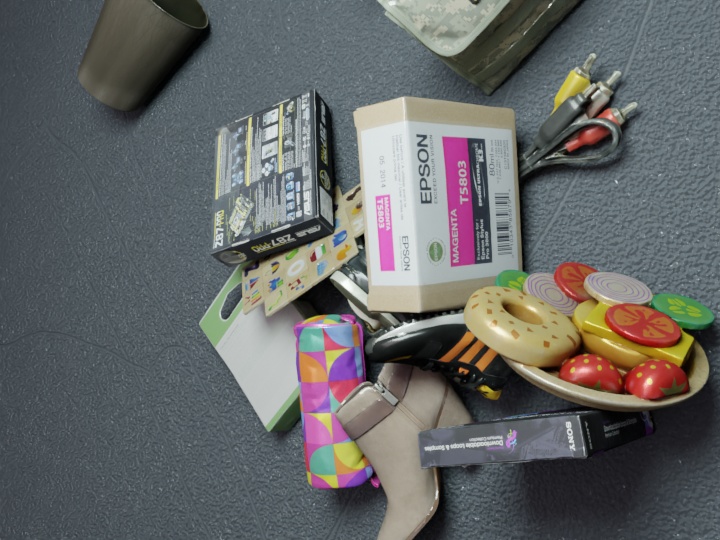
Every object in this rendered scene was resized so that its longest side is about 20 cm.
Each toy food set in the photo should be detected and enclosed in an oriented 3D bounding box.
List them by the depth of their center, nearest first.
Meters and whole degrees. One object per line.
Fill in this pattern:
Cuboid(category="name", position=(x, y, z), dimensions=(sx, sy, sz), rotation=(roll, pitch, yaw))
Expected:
Cuboid(category="toy food set", position=(0.201, 0.049, 0.603), dimensions=(0.199, 0.198, 0.049), rotation=(22, 121, 28))

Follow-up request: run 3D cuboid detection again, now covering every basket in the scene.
Cuboid(category="basket", position=(-0.361, -0.370, 1.109), dimensions=(0.200, 0.136, 0.181), rotation=(-46, 66, 27))

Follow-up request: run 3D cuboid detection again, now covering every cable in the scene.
Cuboid(category="cable", position=(0.199, -0.124, 0.726), dimensions=(0.200, 0.050, 0.097), rotation=(-46, 67, 37))

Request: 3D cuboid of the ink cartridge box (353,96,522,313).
Cuboid(category="ink cartridge box", position=(0.083, -0.064, 0.691), dimensions=(0.075, 0.164, 0.201), rotation=(-1, 95, 49))

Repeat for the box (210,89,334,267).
Cuboid(category="box", position=(-0.115, -0.119, 0.883), dimensions=(0.160, 0.049, 0.201), rotation=(-16, 60, 21))

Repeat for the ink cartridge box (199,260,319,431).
Cuboid(category="ink cartridge box", position=(-0.122, 0.092, 0.921), dimensions=(0.146, 0.048, 0.200), rotation=(-52, 57, 19))

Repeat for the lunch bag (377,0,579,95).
Cuboid(category="lunch bag", position=(0.120, -0.294, 0.694), dimensions=(0.164, 0.200, 0.118), rotation=(-45, 60, 23))

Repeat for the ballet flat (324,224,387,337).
Cuboid(category="ballet flat", position=(0.000, 0.000, 0.829), dimensions=(0.068, 0.068, 0.201), rotation=(-43, 61, 26))

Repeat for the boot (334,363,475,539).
Cuboid(category="boot", position=(0.032, 0.194, 0.743), dimensions=(0.146, 0.070, 0.200), rotation=(38, 90, -2))

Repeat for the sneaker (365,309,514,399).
Cuboid(category="sneaker", position=(0.106, 0.086, 0.677), dimensions=(0.070, 0.199, 0.091), rotation=(138, 123, -71))

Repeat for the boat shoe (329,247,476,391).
Cuboid(category="boat shoe", position=(0.062, 0.049, 0.750), dimensions=(0.199, 0.075, 0.066), rotation=(39, 80, 4))

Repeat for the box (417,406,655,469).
Cuboid(category="box", position=(0.161, 0.143, 0.608), dimensions=(0.142, 0.200, 0.036), rotation=(-16, 77, 34))

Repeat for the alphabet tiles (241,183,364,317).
Cuboid(category="alphabet tiles", position=(-0.068, -0.029, 0.850), dimensions=(0.200, 0.006, 0.167), rotation=(-35, 32, 12))

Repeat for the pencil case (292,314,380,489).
Cuboid(category="pencil case", position=(-0.027, 0.151, 0.797), dimensions=(0.088, 0.088, 0.201), rotation=(-5, 95, 36))
